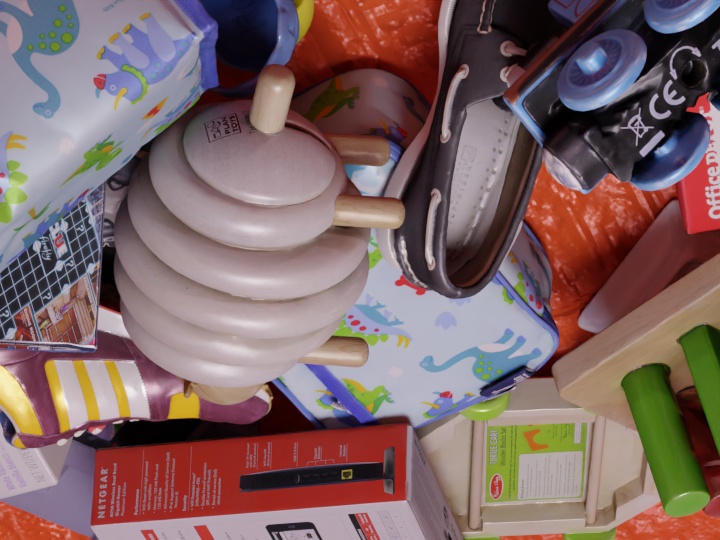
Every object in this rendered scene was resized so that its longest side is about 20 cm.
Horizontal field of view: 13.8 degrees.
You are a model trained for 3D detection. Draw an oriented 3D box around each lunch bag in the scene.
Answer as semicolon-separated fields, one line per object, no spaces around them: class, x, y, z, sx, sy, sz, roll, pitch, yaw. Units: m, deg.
lunch bag;0.000;0.000;1.578;0.160;0.083;0.200;-24;129;21
lunch bag;-0.188;-0.115;1.362;0.170;0.200;0.127;-42;174;-11

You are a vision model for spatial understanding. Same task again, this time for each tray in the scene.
tray;0.231;0.033;1.662;0.199;0.022;0.108;20;129;-21

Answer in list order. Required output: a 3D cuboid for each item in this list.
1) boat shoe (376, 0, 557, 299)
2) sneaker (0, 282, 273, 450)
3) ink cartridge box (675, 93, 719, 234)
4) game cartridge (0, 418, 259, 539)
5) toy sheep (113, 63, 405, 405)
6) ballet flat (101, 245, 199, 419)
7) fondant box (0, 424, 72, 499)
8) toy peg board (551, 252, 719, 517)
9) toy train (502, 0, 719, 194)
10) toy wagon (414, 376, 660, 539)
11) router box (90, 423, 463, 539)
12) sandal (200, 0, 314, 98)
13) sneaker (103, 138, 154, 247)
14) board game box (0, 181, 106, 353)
boat shoe;0.067;-0.083;1.463;0.074;0.060;0.201;18;99;-33
sneaker;-0.142;0.055;1.540;0.199;0.075;0.090;23;98;-26
ink cartridge box;0.213;-0.090;1.514;0.199;0.067;0.116;-11;133;5
game cartridge;-0.171;0.087;1.678;0.199;0.039;0.130;25;131;-25
toy sheep;-0.053;-0.017;1.438;0.137;0.138;0.201;6;124;-10
ballet flat;-0.128;0.013;1.610;0.057;0.067;0.200;13;154;50
fondant box;-0.273;0.068;1.607;0.199;0.058;0.145;-14;122;20
toy peg board;0.244;0.068;1.579;0.200;0.098;0.199;-35;142;27
toy train;0.150;-0.122;1.389;0.200;0.114;0.087;-45;122;-2
toy wagon;0.077;0.107;1.698;0.199;0.040;0.156;-2;142;-1
router box;-0.038;0.158;1.679;0.179;0.049;0.200;-5;149;11
sandal;-0.081;-0.158;1.421;0.079;0.087;0.200;-24;128;20
sneaker;-0.192;-0.059;1.508;0.199;0.080;0.078;12;118;-7
board game box;-0.188;-0.064;1.438;0.135;0.201;0.035;4;172;-8
